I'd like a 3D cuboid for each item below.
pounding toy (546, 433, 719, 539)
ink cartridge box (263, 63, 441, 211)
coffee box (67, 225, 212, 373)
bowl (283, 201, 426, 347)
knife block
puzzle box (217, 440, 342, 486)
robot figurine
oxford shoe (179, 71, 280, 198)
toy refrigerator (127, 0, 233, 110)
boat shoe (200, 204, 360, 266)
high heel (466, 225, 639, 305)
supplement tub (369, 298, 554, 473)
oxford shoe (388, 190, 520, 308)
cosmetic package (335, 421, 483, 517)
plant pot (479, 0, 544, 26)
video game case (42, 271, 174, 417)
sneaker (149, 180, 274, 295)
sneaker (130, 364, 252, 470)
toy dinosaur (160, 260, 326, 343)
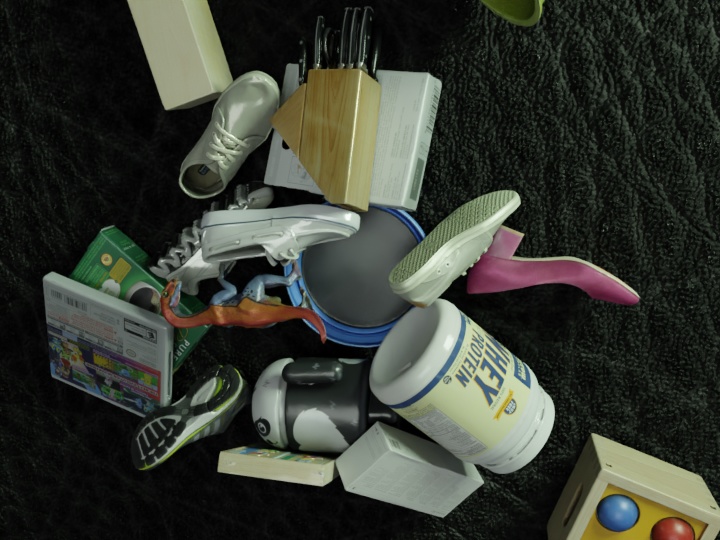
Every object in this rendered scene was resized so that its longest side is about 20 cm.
[{"bbox_3d":[0.348,0.355,0.911,0.183,0.142,0.201,21,106,5],"label":"pounding toy"},{"bbox_3d":[-0.011,-0.168,0.893,0.199,0.057,0.163,12,90,30],"label":"ink cartridge box"},{"bbox_3d":[-0.311,0.049,1.008,0.200,0.044,0.123,40,109,0],"label":"coffee box"},{"bbox_3d":[0.000,0.000,0.944,0.200,0.039,0.202,2,104,10],"label":"bowl"},{"bbox_3d":[-0.010,-0.194,0.833,0.175,0.064,0.200,-42,70,17],"label":"knife block"},{"bbox_3d":[-0.091,0.249,0.940,0.132,0.200,0.026,5,82,9],"label":"puzzle box"},{"bbox_3d":[-0.044,0.179,0.949,0.199,0.125,0.151,1,99,10],"label":"robot figurine"},{"bbox_3d":[-0.165,-0.160,0.894,0.075,0.058,0.200,32,124,-21],"label":"oxford shoe"},{"bbox_3d":[-0.230,-0.310,0.898,0.076,0.070,0.201,-14,100,20],"label":"toy refrigerator"},{"bbox_3d":[-0.098,-0.037,0.868,0.199,0.074,0.066,-3,75,15],"label":"boat shoe"},{"bbox_3d":[0.234,0.022,0.887,0.199,0.067,0.096,25,96,9],"label":"high heel"},{"bbox_3d":[0.126,0.145,0.885,0.200,0.145,0.145,38,107,-18],"label":"supplement tub"},{"bbox_3d":[0.120,-0.027,0.878,0.200,0.075,0.058,-41,115,-13],"label":"oxford shoe"},{"bbox_3d":[0.067,0.261,0.930,0.083,0.051,0.200,-46,132,15],"label":"cosmetic package"},{"bbox_3d":[0.185,-0.401,0.755,0.190,0.200,0.200,-44,93,3],"label":"plant pot"},{"bbox_3d":[-0.351,0.112,1.004,0.199,0.023,0.183,20,124,12],"label":"video game case"},{"bbox_3d":[-0.185,-0.044,0.958,0.200,0.075,0.081,-36,113,15],"label":"sneaker"},{"bbox_3d":[-0.231,0.215,0.999,0.200,0.081,0.074,-35,53,5],"label":"sneaker"},{"bbox_3d":[-0.158,0.038,0.894,0.181,0.200,0.105,-21,114,-9],"label":"toy dinosaur"}]
